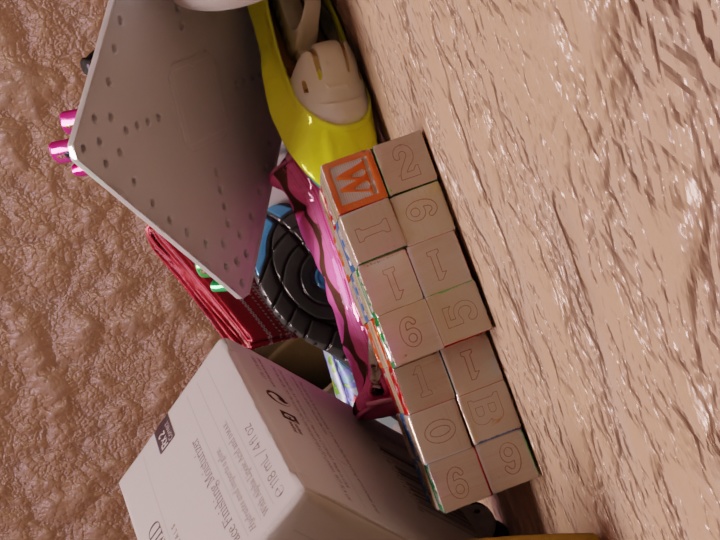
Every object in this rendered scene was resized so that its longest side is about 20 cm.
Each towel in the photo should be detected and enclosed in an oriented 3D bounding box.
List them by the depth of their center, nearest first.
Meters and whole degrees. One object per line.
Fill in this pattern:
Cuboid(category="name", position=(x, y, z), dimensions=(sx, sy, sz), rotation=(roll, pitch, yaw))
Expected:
Cuboid(category="towel", position=(-0.068, 0.003, 1.099), dimensions=(0.145, 0.199, 0.023), rotation=(49, 123, 25))

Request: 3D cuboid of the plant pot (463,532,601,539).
Cuboid(category="plant pot", position=(0.054, 0.228, 0.636), dimensions=(0.200, 0.175, 0.201), rotation=(79, 170, -68))

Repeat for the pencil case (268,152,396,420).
Cuboid(category="pencil case", position=(0.000, 0.000, 0.922), dimensions=(0.093, 0.090, 0.201), rotation=(-6, -109, -58))

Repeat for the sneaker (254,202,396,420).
Cuboid(category="sneaker", position=(-0.010, 0.035, 1.013), dimensions=(0.200, 0.073, 0.082), rotation=(50, -175, 2))

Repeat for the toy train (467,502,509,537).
Cuboid(category="toy train", position=(0.092, 0.258, 0.982), dimensions=(0.114, 0.085, 0.201), rotation=(-100, -4, -48))

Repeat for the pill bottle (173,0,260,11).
Cuboid(category="pill bottle", position=(-0.097, -0.261, 0.776), dimensions=(0.114, 0.113, 0.201), rotation=(-115, 6, -49))

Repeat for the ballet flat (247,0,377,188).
Cuboid(category="ballet flat", position=(-0.034, -0.145, 0.887), dimensions=(0.067, 0.066, 0.201), rotation=(119, 137, -56))

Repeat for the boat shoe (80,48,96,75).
Cuboid(category="boat shoe", position=(-0.124, -0.195, 0.987), dimensions=(0.068, 0.200, 0.072), rotation=(49, 157, -24))

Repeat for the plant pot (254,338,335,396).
Cuboid(category="plant pot", position=(-0.032, 0.155, 1.514), dimensions=(0.174, 0.199, 0.200), rotation=(55, -176, -29))

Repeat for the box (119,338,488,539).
Cuboid(category="box", position=(-0.027, 0.175, 0.863), dimensions=(0.199, 0.131, 0.199), rotation=(32, -171, -29))

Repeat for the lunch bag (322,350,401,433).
Cuboid(category="lunch bag", position=(0.022, 0.133, 1.294), dimensions=(0.161, 0.082, 0.201), rotation=(87, 164, -85))

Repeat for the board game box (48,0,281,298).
Cuboid(category="board game box", position=(-0.116, -0.111, 0.884), dimensions=(0.200, 0.026, 0.201), rotation=(45, -132, -52))

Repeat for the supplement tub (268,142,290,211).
Cuboid(category="supplement tub", position=(-0.087, -0.122, 1.077), dimensions=(0.145, 0.144, 0.201), rotation=(78, 171, -62))

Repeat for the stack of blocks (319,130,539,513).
Cuboid(category="stack of blocks", position=(0.036, 0.032, 0.765), dimensions=(0.115, 0.058, 0.201), rotation=(120, 130, -84))
